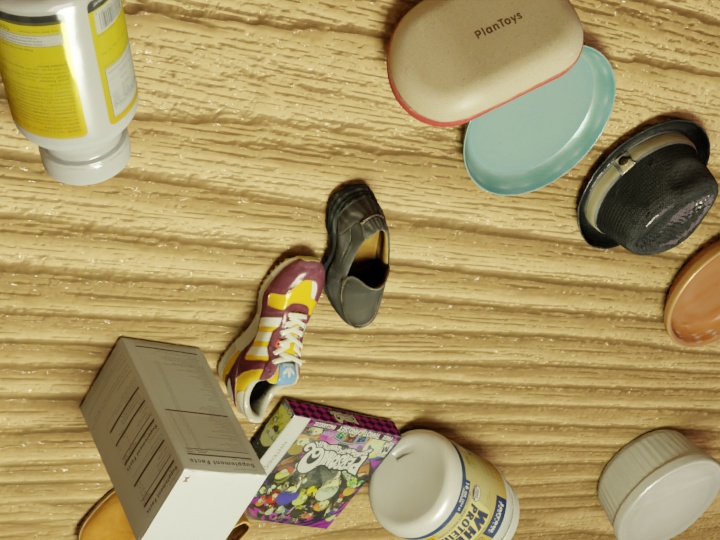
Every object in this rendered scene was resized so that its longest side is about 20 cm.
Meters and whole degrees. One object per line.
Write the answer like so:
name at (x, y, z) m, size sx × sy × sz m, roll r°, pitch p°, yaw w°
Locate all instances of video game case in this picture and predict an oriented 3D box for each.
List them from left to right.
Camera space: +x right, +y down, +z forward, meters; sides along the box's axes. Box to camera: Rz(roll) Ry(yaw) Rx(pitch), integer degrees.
video game case at (-0.069, 0.253, 1.720) m, size 0.199 × 0.036 × 0.182 m, roll 18°, pitch 118°, yaw -43°

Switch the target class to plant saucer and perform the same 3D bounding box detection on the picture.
plant saucer at (0.197, -0.173, 1.501) m, size 0.198 × 0.027 × 0.201 m, roll -18°, pitch 136°, yaw -18°
plant saucer at (0.509, 0.023, 1.894) m, size 0.198 × 0.038 × 0.201 m, roll -19°, pitch 138°, yaw -18°

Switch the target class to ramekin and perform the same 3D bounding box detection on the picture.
ramekin at (0.469, 0.342, 2.128) m, size 0.200 × 0.095 × 0.204 m, roll -19°, pitch 137°, yaw -18°

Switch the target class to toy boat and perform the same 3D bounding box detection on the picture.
toy boat at (0.120, -0.218, 1.355) m, size 0.198 × 0.131 × 0.131 m, roll -26°, pitch 168°, yaw -10°

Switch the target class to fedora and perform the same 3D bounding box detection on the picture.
fedora at (0.368, -0.085, 1.649) m, size 0.199 × 0.092 × 0.202 m, roll -19°, pitch 138°, yaw -18°

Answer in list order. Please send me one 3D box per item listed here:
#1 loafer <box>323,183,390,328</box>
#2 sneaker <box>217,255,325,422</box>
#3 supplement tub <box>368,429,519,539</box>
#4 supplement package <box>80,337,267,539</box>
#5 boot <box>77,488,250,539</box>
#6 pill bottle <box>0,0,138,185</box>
loafer at (0.000, 0.000, 1.497) m, size 0.072 × 0.072 × 0.201 m, roll -22°, pitch 139°, yaw -16°
sneaker at (-0.086, 0.079, 1.499) m, size 0.074 × 0.090 × 0.201 m, roll 7°, pitch 125°, yaw -38°
supplement tub at (0.118, 0.310, 1.819) m, size 0.144 × 0.145 × 0.200 m, roll -45°, pitch 139°, yaw 11°
supplement package at (-0.204, 0.184, 1.435) m, size 0.113 × 0.201 × 0.110 m, roll 12°, pitch 122°, yaw -40°
boot at (-0.234, 0.311, 1.580) m, size 0.200 × 0.144 × 0.071 m, roll -36°, pitch 139°, yaw 1°
pill bottle at (-0.249, -0.174, 1.131) m, size 0.111 × 0.112 × 0.201 m, roll -19°, pitch 137°, yaw -17°
